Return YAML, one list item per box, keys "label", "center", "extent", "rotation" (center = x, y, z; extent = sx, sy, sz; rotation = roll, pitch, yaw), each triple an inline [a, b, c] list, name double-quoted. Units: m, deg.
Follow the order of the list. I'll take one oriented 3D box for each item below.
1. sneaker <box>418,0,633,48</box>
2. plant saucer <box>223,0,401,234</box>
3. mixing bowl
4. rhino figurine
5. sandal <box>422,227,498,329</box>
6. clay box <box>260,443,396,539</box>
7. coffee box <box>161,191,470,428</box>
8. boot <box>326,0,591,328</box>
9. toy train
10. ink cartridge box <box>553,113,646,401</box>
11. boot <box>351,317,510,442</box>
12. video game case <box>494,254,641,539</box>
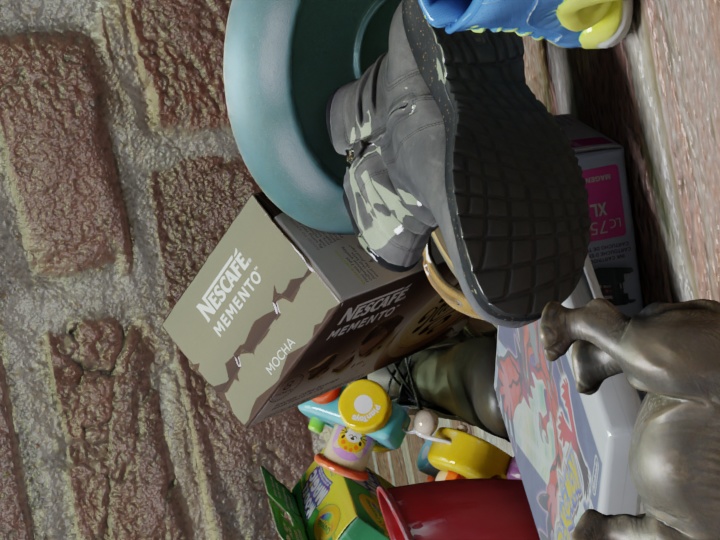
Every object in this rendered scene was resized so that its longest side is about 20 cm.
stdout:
- label: "sneaker"
  center: [0.069, -0.136, 1.092]
  extent: [0.200, 0.104, 0.076]
  rotation: [115, 145, -80]
- label: "plant saucer"
  center: [0.014, -0.115, 1.296]
  extent: [0.027, 0.199, 0.201]
  rotation: [17, 123, 47]
- label: "mixing bowl"
  center: [0.094, 0.192, 1.356]
  extent: [0.200, 0.108, 0.201]
  rotation: [160, 90, -86]
- label: "rhino figurine"
  center: [0.133, 0.104, 1.010]
  extent: [0.060, 0.087, 0.201]
  rotation: [-29, -69, -64]
- label: "sandal"
  center: [0.063, -0.010, 1.332]
  extent: [0.200, 0.054, 0.081]
  rotation: [49, -135, -57]
- label: "clay box"
  center: [0.032, 0.179, 1.522]
  extent: [0.200, 0.048, 0.115]
  rotation: [37, -170, -19]
- label: "coffee box"
  center: [0.000, 0.000, 1.401]
  extent: [0.080, 0.200, 0.113]
  rotation: [50, 127, 16]
- label: "boot"
  center: [0.042, -0.035, 1.180]
  extent: [0.132, 0.069, 0.201]
  rotation: [124, 146, -48]
- label: "toy train"
  center: [0.026, 0.115, 1.507]
  extent: [0.150, 0.199, 0.056]
  rotation: [-2, 64, 64]
- label: "ink cartridge box"
  center: [0.115, 0.028, 1.267]
  extent: [0.119, 0.042, 0.201]
  rotation: [-126, 29, -76]
- label: "boot"
  center: [0.048, 0.074, 1.527]
  extent: [0.200, 0.096, 0.075]
  rotation: [-125, 26, -83]
- label: "video game case"
  center: [0.098, 0.066, 1.212]
  extent: [0.201, 0.023, 0.183]
  rotation: [89, 169, -50]
